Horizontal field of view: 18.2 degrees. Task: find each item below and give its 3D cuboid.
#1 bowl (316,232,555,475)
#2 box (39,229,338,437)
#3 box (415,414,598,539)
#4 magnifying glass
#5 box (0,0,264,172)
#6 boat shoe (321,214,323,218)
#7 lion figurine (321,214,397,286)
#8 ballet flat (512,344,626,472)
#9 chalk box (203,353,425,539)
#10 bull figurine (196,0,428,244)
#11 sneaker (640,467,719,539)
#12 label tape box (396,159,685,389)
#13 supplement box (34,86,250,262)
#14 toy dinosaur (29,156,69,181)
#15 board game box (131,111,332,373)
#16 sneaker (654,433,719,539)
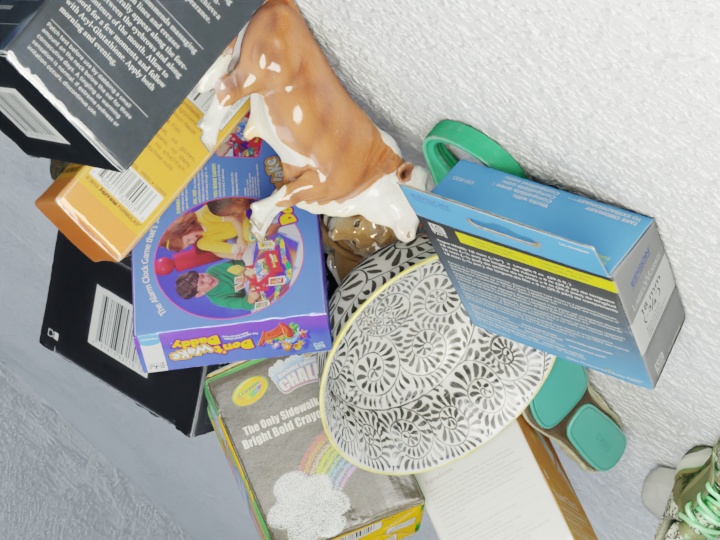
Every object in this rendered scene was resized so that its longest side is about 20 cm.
[{"bbox_3d":[0.041,0.042,1.643,0.201,0.200,0.094,52,180,-45],"label":"bowl"},{"bbox_3d":[-0.136,0.034,1.947,0.196,0.118,0.199,28,-154,33],"label":"box"},{"bbox_3d":[0.099,0.154,1.770,0.201,0.097,0.124,65,-169,20],"label":"box"},{"bbox_3d":[0.069,-0.056,1.566,0.079,0.022,0.200,38,167,0],"label":"magnifying glass"},{"bbox_3d":[-0.146,-0.171,1.360,0.107,0.200,0.148,46,163,-27],"label":"box"},{"bbox_3d":[-0.095,-0.057,1.868,0.199,0.072,0.068,12,126,49],"label":"boat shoe"},{"bbox_3d":[0.000,0.000,1.749,0.122,0.072,0.201,33,151,36],"label":"lion figurine"},{"bbox_3d":[0.149,0.099,1.767,0.062,0.067,0.200,34,166,39],"label":"ballet flat"},{"bbox_3d":[-0.045,0.123,1.742,0.124,0.124,0.201,93,155,-72],"label":"chalk box"},{"bbox_3d":[-0.040,-0.088,1.520,0.200,0.121,0.065,56,171,-18],"label":"bull figurine"},{"bbox_3d":[0.280,0.241,1.791,0.200,0.116,0.074,27,164,41],"label":"sneaker"},{"bbox_3d":[0.121,-0.012,1.452,0.144,0.064,0.200,19,159,26],"label":"label tape box"},{"bbox_3d":[-0.132,-0.099,1.553,0.069,0.200,0.066,46,164,-15],"label":"supplement box"},{"bbox_3d":[-0.203,-0.092,1.775,0.199,0.077,0.103,-7,104,50],"label":"toy dinosaur"},{"bbox_3d":[-0.094,-0.029,1.593,0.134,0.201,0.045,-6,143,1],"label":"board game box"},{"bbox_3d":[0.267,0.176,1.672,0.077,0.089,0.200,36,165,5],"label":"sneaker"}]
